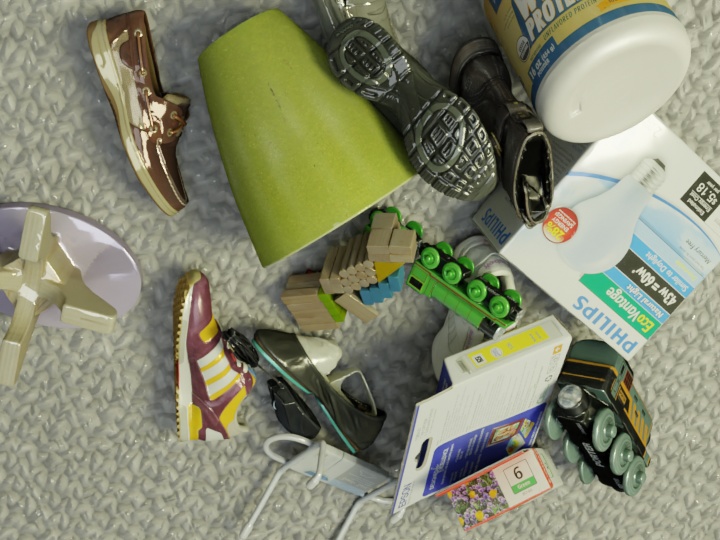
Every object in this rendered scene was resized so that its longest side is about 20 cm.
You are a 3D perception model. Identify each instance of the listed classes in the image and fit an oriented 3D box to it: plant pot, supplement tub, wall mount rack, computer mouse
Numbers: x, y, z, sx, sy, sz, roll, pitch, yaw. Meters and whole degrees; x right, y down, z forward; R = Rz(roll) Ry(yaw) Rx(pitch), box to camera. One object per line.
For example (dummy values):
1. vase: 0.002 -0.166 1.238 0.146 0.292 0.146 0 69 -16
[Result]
1. plant pot: -0.065 -0.138 0.938 0.185 0.187 0.202 -30 96 6
2. supplement tub: 0.193 -0.235 0.888 0.142 0.202 0.145 -16 151 -9
3. wall mount rack: -0.043 0.267 1.126 0.198 0.075 0.174 27 137 -22
4. computer mouse: -0.100 0.127 1.053 0.034 0.059 0.201 -36 132 -1

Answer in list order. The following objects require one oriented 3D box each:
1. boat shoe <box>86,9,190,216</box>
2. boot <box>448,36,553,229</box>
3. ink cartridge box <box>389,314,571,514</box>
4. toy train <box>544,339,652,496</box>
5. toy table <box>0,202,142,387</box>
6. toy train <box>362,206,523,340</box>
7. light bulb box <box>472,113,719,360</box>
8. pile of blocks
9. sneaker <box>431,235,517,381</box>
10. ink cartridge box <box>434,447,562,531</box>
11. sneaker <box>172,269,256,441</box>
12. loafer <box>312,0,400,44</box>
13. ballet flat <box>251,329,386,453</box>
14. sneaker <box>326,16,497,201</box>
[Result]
1. boat shoe: -0.201 -0.155 0.965 0.071 0.072 0.203 -17 104 2
2. boot: 0.135 -0.105 0.935 0.068 0.176 0.202 -17 139 -3
3. ink cartridge box: 0.118 0.156 1.046 0.197 0.047 0.200 -16 139 -24
4. toy train: 0.275 0.168 1.093 0.200 0.084 0.115 51 59 -40
5. toy table: -0.326 0.010 0.986 0.196 0.117 0.187 4 109 -6
6. toy train: 0.080 0.003 1.009 0.199 0.042 0.057 37 120 23
7. light bulb box: 0.259 -0.055 1.015 0.197 0.125 0.201 36 102 -17
8. pile of blocks: 0.000 0.000 1.019 0.082 0.063 0.199 37 137 -23
9. sneaker: 0.126 0.071 1.059 0.074 0.100 0.204 -5 112 -16
10. ink cartridge box: 0.156 0.240 1.075 0.108 0.200 0.051 -29 74 11
11. sneaker: -0.157 0.091 1.061 0.088 0.075 0.203 -1 117 -14
12. loafer: -0.006 -0.258 0.937 0.069 0.070 0.201 -10 120 47
13. ballet flat: -0.038 0.118 1.085 0.068 0.068 0.201 -40 119 -1
14. sneaker: 0.057 -0.150 0.894 0.076 0.091 0.201 -39 88 16
